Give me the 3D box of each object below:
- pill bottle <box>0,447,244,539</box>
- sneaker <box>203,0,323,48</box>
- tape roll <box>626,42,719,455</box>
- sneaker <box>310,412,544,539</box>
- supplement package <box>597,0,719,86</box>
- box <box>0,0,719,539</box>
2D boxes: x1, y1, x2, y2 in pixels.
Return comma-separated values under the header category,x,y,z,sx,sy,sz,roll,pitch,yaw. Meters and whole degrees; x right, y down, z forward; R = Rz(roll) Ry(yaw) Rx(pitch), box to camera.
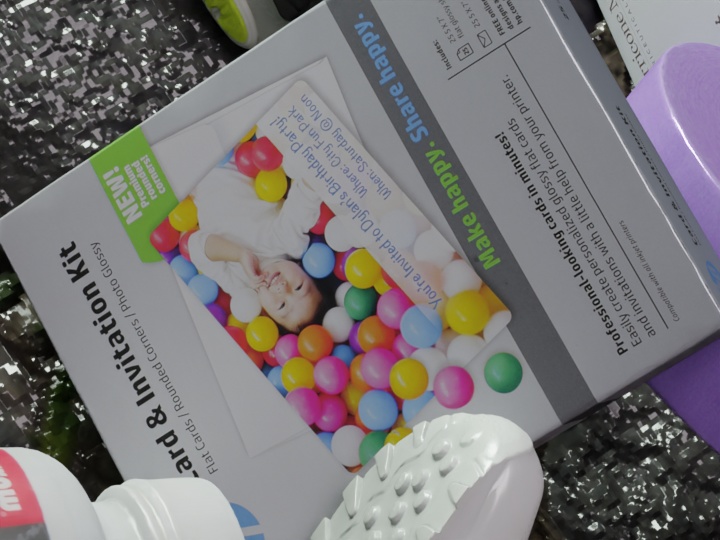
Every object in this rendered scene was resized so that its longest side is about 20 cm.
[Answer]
category,x,y,z,sx,sy,sz,roll,pitch,yaw
pill bottle,-0.136,0.110,0.860,0.199,0.111,0.111,-3,69,-25
sneaker,-0.030,-0.136,1.048,0.085,0.077,0.200,-36,92,-43
tape roll,0.162,0.012,1.002,0.200,0.066,0.200,32,25,-16
sneaker,0.009,0.136,0.893,0.080,0.076,0.200,26,105,-14
supplement package,0.156,-0.180,1.117,0.155,0.111,0.201,-15,74,-29
box,0.000,0.000,0.933,0.156,0.200,0.041,61,18,10
